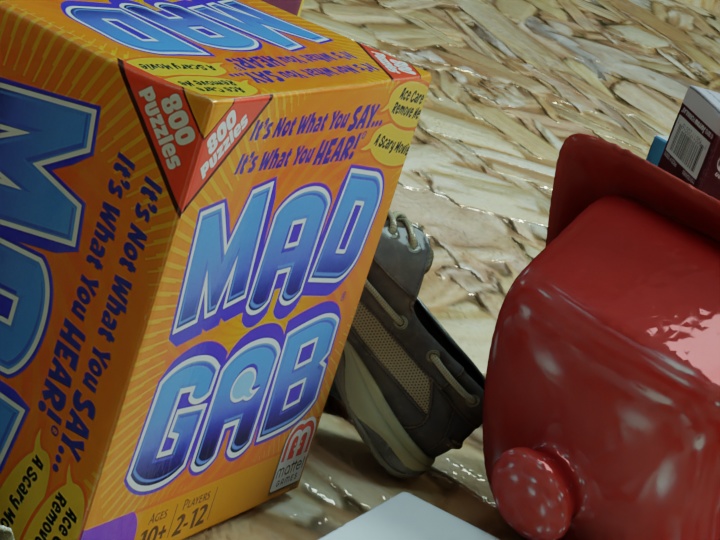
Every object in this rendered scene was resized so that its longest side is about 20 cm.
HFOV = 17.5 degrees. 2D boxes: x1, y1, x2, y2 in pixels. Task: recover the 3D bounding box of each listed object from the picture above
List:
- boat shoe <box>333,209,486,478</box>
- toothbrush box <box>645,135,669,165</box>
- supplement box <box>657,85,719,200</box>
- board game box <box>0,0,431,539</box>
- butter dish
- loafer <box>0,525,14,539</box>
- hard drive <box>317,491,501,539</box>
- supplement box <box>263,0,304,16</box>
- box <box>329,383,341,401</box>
[{"bbox_3d":[0.000,0.000,1.097,0.201,0.073,0.075,60,5,-20],"label":"boat shoe"},{"bbox_3d":[0.312,-0.021,1.701,0.199,0.086,0.146,32,20,34],"label":"toothbrush box"},{"bbox_3d":[0.188,0.018,1.209,0.108,0.201,0.061,14,18,-17],"label":"supplement box"},{"bbox_3d":[-0.123,-0.019,0.968,0.199,0.201,0.200,25,17,21],"label":"board game box"},{"bbox_3d":[0.119,0.074,1.042,0.147,0.201,0.199,-27,45,-37],"label":"butter dish"},{"bbox_3d":[-0.135,0.115,0.749,0.199,0.069,0.076,14,16,-18],"label":"loafer"},{"bbox_3d":[0.076,0.155,0.940,0.199,0.027,0.132,26,17,19],"label":"hard drive"},{"bbox_3d":[-0.096,-0.234,1.848,0.102,0.132,0.200,17,17,-7],"label":"supplement box"},{"bbox_3d":[-0.081,-0.021,1.197,0.199,0.048,0.158,33,8,-24],"label":"box"}]
